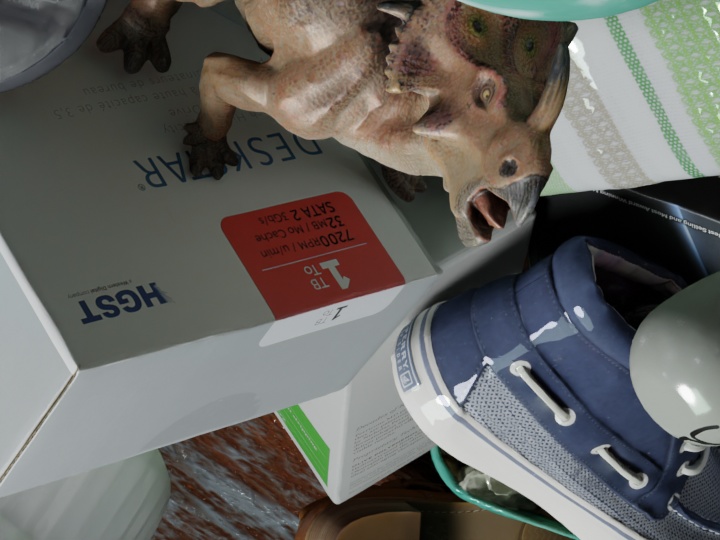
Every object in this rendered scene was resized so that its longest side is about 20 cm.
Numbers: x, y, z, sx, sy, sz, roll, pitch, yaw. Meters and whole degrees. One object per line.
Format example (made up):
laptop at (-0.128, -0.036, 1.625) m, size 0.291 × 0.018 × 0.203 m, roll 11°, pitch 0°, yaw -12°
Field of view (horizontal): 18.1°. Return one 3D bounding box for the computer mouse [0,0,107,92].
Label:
computer mouse at (-0.092, -0.147, 0.655) m, size 0.138 × 0.201 × 0.053 m, roll 20°, pitch -158°, yaw -9°

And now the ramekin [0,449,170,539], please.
ramekin at (-0.181, 0.085, 1.018) m, size 0.200 × 0.098 × 0.201 m, roll 30°, pitch 157°, yaw 14°

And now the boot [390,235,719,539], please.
boot at (0.109, 0.055, 0.837) m, size 0.090 × 0.073 × 0.200 m, roll -29°, pitch 141°, yaw 32°

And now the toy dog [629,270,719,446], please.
toy dog at (0.181, 0.015, 0.646) m, size 0.097 × 0.199 × 0.132 m, roll 62°, pitch -177°, yaw 9°

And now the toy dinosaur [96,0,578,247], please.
toy dinosaur at (-0.006, -0.092, 0.689) m, size 0.200 × 0.086 × 0.136 m, roll 55°, pitch 139°, yaw 6°

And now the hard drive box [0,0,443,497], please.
hard drive box at (-0.094, -0.042, 0.750) m, size 0.200 × 0.155 × 0.077 m, roll 57°, pitch 134°, yaw 18°

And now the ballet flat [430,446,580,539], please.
ballet flat at (0.112, 0.100, 1.017) m, size 0.199 × 0.068 × 0.070 m, roll 14°, pitch 180°, yaw 36°

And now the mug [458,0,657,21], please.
mug at (0.034, -0.149, 0.539) m, size 0.185 × 0.114 × 0.152 m, roll 52°, pitch 147°, yaw -15°

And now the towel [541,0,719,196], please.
towel at (0.076, -0.086, 0.697) m, size 0.200 × 0.031 × 0.150 m, roll -7°, pitch 120°, yaw 50°

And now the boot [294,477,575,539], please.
boot at (0.065, 0.138, 1.161) m, size 0.199 × 0.074 × 0.155 m, roll 8°, pitch 178°, yaw -8°

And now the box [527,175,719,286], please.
box at (0.160, 0.014, 0.836) m, size 0.199 × 0.044 × 0.160 m, roll 22°, pitch 155°, yaw 18°

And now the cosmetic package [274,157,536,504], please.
cosmetic package at (0.000, 0.000, 0.901) m, size 0.108 × 0.085 × 0.200 m, roll 55°, pitch 165°, yaw 21°
